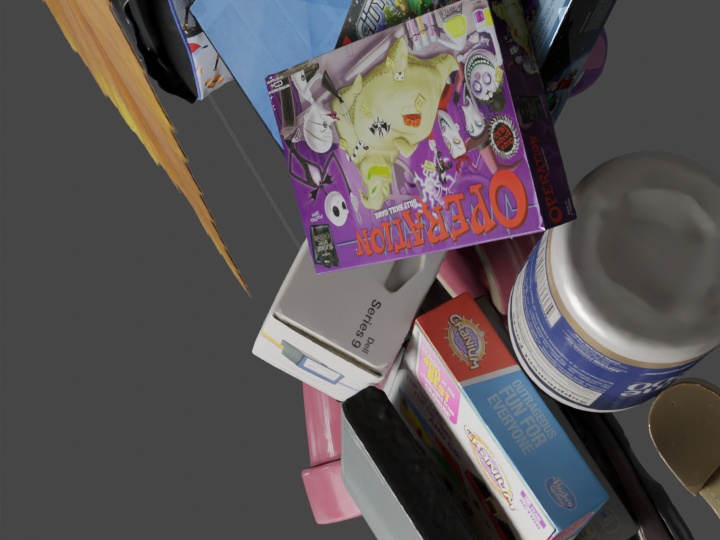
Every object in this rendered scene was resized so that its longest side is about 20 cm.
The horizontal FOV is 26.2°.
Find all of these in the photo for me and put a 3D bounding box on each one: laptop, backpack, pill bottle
[{"bbox_3d":[-0.055,-0.220,1.047,0.188,0.115,0.201,56,168,36],"label":"laptop"},{"bbox_3d":[-0.145,-0.248,1.288,0.192,0.152,0.201,83,160,-44],"label":"backpack"},{"bbox_3d":[0.144,0.018,0.875,0.112,0.110,0.200,56,167,11],"label":"pill bottle"}]

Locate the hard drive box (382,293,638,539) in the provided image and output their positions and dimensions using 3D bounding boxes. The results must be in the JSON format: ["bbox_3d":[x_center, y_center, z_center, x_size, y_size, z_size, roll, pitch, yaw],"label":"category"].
[{"bbox_3d":[0.102,0.141,1.146,0.201,0.076,0.156,57,164,13],"label":"hard drive box"}]

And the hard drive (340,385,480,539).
[{"bbox_3d":[0.034,0.165,1.030,0.140,0.033,0.200,57,168,17],"label":"hard drive"}]

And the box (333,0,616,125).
[{"bbox_3d":[0.060,-0.140,0.806,0.137,0.037,0.201,51,138,28],"label":"box"}]

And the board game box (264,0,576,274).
[{"bbox_3d":[0.025,-0.068,0.826,0.199,0.032,0.122,-12,99,53],"label":"board game box"}]

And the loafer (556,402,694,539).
[{"bbox_3d":[0.174,0.147,1.169,0.201,0.063,0.072,56,169,13],"label":"loafer"}]

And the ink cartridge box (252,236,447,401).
[{"bbox_3d":[0.000,0.000,1.034,0.087,0.147,0.200,27,169,-4],"label":"ink cartridge box"}]

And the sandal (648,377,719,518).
[{"bbox_3d":[0.251,0.151,0.920,0.213,0.077,0.070,55,-160,6],"label":"sandal"}]

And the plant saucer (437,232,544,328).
[{"bbox_3d":[0.080,-0.035,1.143,0.201,0.050,0.201,55,168,18],"label":"plant saucer"}]

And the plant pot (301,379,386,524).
[{"bbox_3d":[0.027,0.119,1.430,0.200,0.197,0.181,142,112,-77],"label":"plant pot"}]

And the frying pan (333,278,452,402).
[{"bbox_3d":[0.033,0.020,1.214,0.031,0.189,0.116,-17,92,42],"label":"frying pan"}]

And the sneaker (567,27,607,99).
[{"bbox_3d":[0.078,-0.124,0.906,0.199,0.088,0.082,3,84,53],"label":"sneaker"}]

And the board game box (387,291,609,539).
[{"bbox_3d":[0.077,0.123,0.995,0.154,0.040,0.200,56,160,17],"label":"board game box"}]
